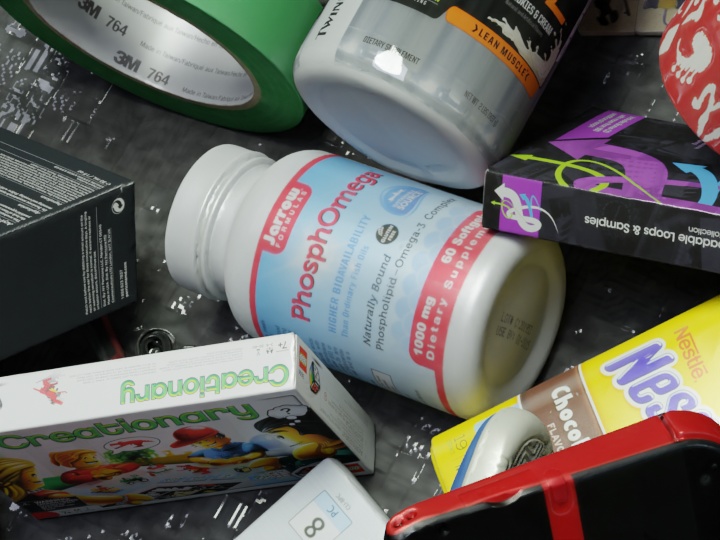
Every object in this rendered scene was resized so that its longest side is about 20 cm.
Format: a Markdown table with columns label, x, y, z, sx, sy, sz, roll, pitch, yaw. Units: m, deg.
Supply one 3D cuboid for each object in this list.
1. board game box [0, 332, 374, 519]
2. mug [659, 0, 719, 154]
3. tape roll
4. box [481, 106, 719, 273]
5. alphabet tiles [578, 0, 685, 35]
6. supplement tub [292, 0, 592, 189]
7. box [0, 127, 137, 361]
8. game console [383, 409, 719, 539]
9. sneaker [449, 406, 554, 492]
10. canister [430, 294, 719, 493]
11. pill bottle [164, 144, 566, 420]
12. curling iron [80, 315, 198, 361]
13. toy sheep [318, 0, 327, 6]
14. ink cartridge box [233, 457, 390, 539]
| label | x | y | z | sx | sy | sz | roll | pitch | yaw |
| --- | --- | --- | --- | --- | --- | --- | --- | --- | --- |
| board game box | -0.105 | 0.084 | 1.528 | 0.199 | 0.126 | 0.035 | -9 | 63 | 17 |
| mug | 0.242 | -0.160 | 1.414 | 0.133 | 0.200 | 0.178 | 21 | 47 | -16 |
| tape roll | -0.112 | -0.145 | 1.590 | 0.199 | 0.201 | 0.048 | 18 | 73 | 26 |
| box | 0.180 | -0.037 | 1.475 | 0.199 | 0.143 | 0.036 | 13 | 111 | 24 |
| alphabet tiles | 0.221 | -0.174 | 1.592 | 0.199 | 0.008 | 0.168 | 1 | 68 | 22 |
| supplement tub | 0.060 | -0.154 | 1.512 | 0.122 | 0.123 | 0.201 | 20 | 72 | 27 |
| box | -0.239 | -0.022 | 1.596 | 0.199 | 0.079 | 0.141 | 22 | 31 | 39 |
| game console | 0.108 | 0.175 | 1.360 | 0.176 | 0.201 | 0.031 | -17 | 23 | -10 |
| sneaker | 0.019 | 0.148 | 1.401 | 0.111 | 0.077 | 0.201 | 23 | 109 | 31 |
| canister | 0.149 | 0.104 | 1.448 | 0.199 | 0.087 | 0.149 | -27 | 61 | 9 |
| pill bottle | 0.000 | 0.000 | 1.536 | 0.199 | 0.109 | 0.109 | 19 | 74 | 27 |
| curling iron | -0.148 | 0.011 | 1.638 | 0.049 | 0.026 | 0.200 | -26 | 53 | -17 |
| toy sheep | -0.016 | -0.204 | 1.610 | 0.137 | 0.139 | 0.200 | -4 | 26 | 19 |
| ink cartridge box | -0.037 | 0.218 | 1.486 | 0.200 | 0.047 | 0.160 | -41 | 60 | -3 |
